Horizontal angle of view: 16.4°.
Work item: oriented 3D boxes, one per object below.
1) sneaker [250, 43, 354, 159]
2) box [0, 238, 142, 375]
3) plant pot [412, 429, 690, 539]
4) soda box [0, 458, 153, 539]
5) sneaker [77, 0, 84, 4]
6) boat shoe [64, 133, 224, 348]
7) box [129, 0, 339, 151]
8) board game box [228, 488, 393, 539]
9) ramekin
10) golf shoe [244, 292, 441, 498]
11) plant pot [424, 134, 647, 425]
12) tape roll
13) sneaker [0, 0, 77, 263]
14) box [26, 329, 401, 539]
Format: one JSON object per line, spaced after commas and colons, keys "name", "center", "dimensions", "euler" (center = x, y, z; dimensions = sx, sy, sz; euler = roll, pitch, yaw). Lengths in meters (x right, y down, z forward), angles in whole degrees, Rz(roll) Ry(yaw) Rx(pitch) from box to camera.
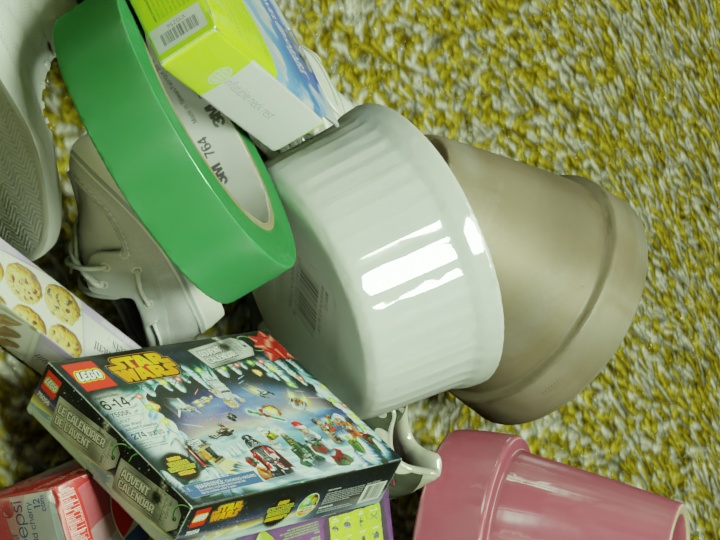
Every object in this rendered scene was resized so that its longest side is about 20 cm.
{"name": "sneaker", "center": [-0.024, -0.076, 1.805], "dimensions": [0.099, 0.078, 0.201], "euler": [-35, 112, -61]}
{"name": "box", "center": [-0.195, 0.030, 1.514], "dimensions": [0.200, 0.039, 0.042], "euler": [43, 48, -45]}
{"name": "plant pot", "center": [0.144, 0.224, 1.836], "dimensions": [0.200, 0.178, 0.201], "euler": [4, 90, -74]}
{"name": "soda box", "center": [-0.149, 0.142, 1.525], "dimensions": [0.200, 0.070, 0.064], "euler": [-20, 96, -60]}
{"name": "sneaker", "center": [-0.150, -0.130, 1.629], "dimensions": [0.080, 0.077, 0.201], "euler": [-29, 99, -43]}
{"name": "boat shoe", "center": [-0.147, -0.010, 1.552], "dimensions": [0.072, 0.068, 0.200], "euler": [45, -10, 27]}
{"name": "box", "center": [-0.089, -0.154, 1.551], "dimensions": [0.122, 0.048, 0.200], "euler": [63, 11, 23]}
{"name": "board game box", "center": [-0.045, 0.208, 1.527], "dimensions": [0.200, 0.032, 0.121], "euler": [-9, 90, -52]}
{"name": "ramekin", "center": [0.000, 0.000, 1.643], "dimensions": [0.097, 0.200, 0.201], "euler": [-23, 104, -22]}
{"name": "golf shoe", "center": [-0.011, 0.075, 1.766], "dimensions": [0.201, 0.088, 0.077], "euler": [62, 36, -24]}
{"name": "plant pot", "center": [0.087, -0.009, 1.887], "dimensions": [0.173, 0.200, 0.201], "euler": [32, 52, -31]}
{"name": "tape roll", "center": [-0.110, -0.077, 1.503], "dimensions": [0.201, 0.048, 0.201], "euler": [58, 10, -16]}
{"name": "sneaker", "center": [-0.201, -0.113, 1.518], "dimensions": [0.115, 0.073, 0.201], "euler": [-28, 105, -56]}
{"name": "box", "center": [-0.086, 0.099, 1.517], "dimensions": [0.200, 0.137, 0.040], "euler": [-8, 132, -52]}
